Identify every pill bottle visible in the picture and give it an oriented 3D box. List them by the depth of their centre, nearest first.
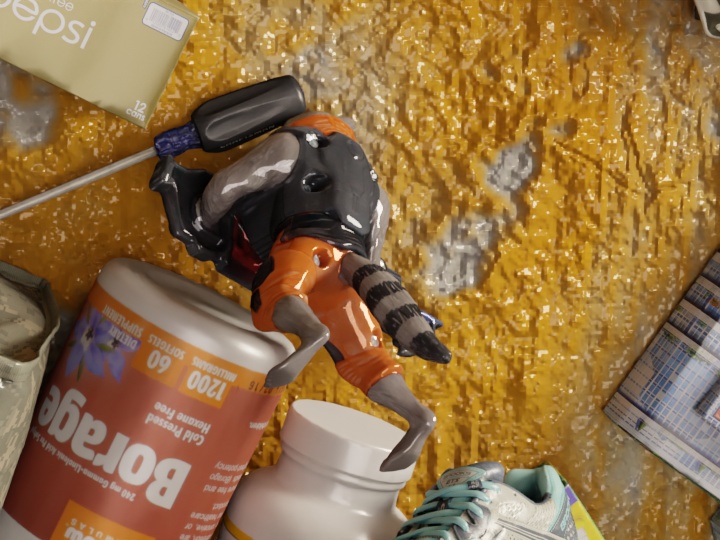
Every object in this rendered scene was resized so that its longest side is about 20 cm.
[{"bbox_3d":[-0.122,0.105,1.097,0.112,0.112,0.201,24,96,-17],"label":"pill bottle"},{"bbox_3d":[-0.033,0.175,1.138,0.104,0.104,0.201,16,99,-16],"label":"pill bottle"}]

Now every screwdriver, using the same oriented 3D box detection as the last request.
[{"bbox_3d":[-0.120,-0.055,1.102,0.199,0.029,0.028,-24,107,-12],"label":"screwdriver"}]

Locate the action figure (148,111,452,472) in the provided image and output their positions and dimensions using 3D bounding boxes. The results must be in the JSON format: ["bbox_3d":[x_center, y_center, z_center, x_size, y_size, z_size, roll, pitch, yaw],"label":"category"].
[{"bbox_3d":[0.000,0.000,1.076,0.199,0.194,0.104,25,129,-40],"label":"action figure"}]

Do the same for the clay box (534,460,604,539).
[{"bbox_3d":[0.115,0.222,1.213,0.115,0.048,0.201,-35,107,-3],"label":"clay box"}]

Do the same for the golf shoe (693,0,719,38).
[{"bbox_3d":[0.226,-0.155,1.149,0.199,0.077,0.088,34,112,-14],"label":"golf shoe"}]

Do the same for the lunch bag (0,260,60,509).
[{"bbox_3d":[-0.219,0.082,1.025,0.117,0.200,0.165,22,98,-17],"label":"lunch bag"}]

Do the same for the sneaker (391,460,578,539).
[{"bbox_3d":[0.043,0.142,1.086,0.199,0.077,0.087,-5,91,-55],"label":"sneaker"}]

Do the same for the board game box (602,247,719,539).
[{"bbox_3d":[0.247,0.100,1.208,0.199,0.062,0.200,34,93,-18],"label":"board game box"}]

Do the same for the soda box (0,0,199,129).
[{"bbox_3d":[-0.183,-0.144,1.050,0.199,0.068,0.064,26,96,-17],"label":"soda box"}]
